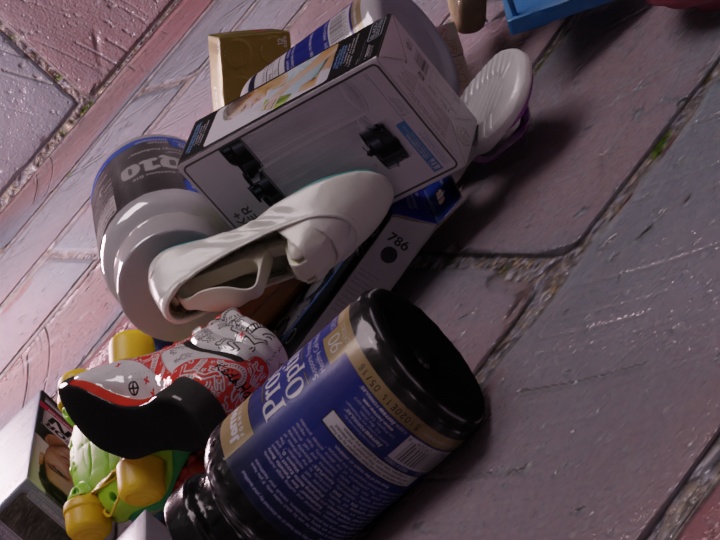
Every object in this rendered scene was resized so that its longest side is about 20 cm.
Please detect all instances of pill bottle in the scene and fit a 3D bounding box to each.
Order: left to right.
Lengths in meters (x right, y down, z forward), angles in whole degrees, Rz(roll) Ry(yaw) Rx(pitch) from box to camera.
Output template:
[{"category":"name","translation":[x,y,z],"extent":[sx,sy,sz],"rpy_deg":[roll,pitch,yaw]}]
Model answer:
[{"category":"pill bottle","translation":[-0.156,-0.026,1.666],"extent":[0.114,0.114,0.200],"rpy_deg":[-45,24,9]},{"category":"pill bottle","translation":[-0.026,0.114,1.303],"extent":[0.200,0.112,0.112],"rpy_deg":[-42,17,18]},{"category":"pill bottle","translation":[-0.027,-0.133,1.690],"extent":[0.199,0.116,0.116],"rpy_deg":[-33,21,27]}]

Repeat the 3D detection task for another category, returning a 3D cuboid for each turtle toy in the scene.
[{"category":"turtle toy","translation":[-0.157,0.127,1.622],"extent":[0.200,0.101,0.147],"rpy_deg":[-34,51,39]}]

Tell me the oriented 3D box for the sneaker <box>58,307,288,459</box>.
[{"category":"sneaker","translation":[-0.134,0.081,1.522],"extent":[0.108,0.068,0.201],"rpy_deg":[-41,21,-31]}]

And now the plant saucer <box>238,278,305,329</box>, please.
[{"category":"plant saucer","translation":[-0.074,0.023,1.709],"extent":[0.200,0.032,0.200],"rpy_deg":[-47,-2,-2]}]

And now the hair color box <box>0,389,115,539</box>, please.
[{"category":"hair color box","translation":[-0.262,0.187,1.767],"extent":[0.061,0.099,0.200],"rpy_deg":[-44,16,9]}]

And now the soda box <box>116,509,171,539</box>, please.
[{"category":"soda box","translation":[-0.140,0.239,1.385],"extent":[0.064,0.068,0.200],"rpy_deg":[-45,16,8]}]

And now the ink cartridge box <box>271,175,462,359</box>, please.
[{"category":"ink cartridge box","translation":[0.000,0.000,1.588],"extent":[0.201,0.039,0.100],"rpy_deg":[-53,14,10]}]

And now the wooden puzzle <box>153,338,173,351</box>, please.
[{"category":"wooden puzzle","translation":[-0.137,0.034,1.802],"extent":[0.200,0.046,0.185],"rpy_deg":[-46,0,22]}]

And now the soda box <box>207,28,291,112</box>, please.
[{"category":"soda box","translation":[-0.095,-0.117,1.883],"extent":[0.067,0.202,0.064],"rpy_deg":[-6,9,-13]}]

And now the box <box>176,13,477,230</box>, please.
[{"category":"box","translation":[-0.026,-0.094,1.558],"extent":[0.199,0.117,0.060],"rpy_deg":[-24,30,31]}]

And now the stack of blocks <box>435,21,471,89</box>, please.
[{"category":"stack of blocks","translation":[0.024,-0.171,1.845],"extent":[0.114,0.059,0.200],"rpy_deg":[-19,4,-24]}]

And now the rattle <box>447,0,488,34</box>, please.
[{"category":"rattle","translation":[0.049,-0.261,1.855],"extent":[0.142,0.131,0.200],"rpy_deg":[-25,5,-2]}]

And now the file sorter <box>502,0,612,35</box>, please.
[{"category":"file sorter","translation":[0.162,-0.293,1.665],"extent":[0.138,0.123,0.200],"rpy_deg":[-18,22,8]}]

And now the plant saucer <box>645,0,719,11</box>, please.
[{"category":"plant saucer","translation":[0.282,-0.257,1.479],"extent":[0.200,0.051,0.201],"rpy_deg":[-43,16,15]}]

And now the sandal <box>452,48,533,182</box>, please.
[{"category":"sandal","translation":[0.106,-0.116,1.603],"extent":[0.203,0.049,0.083],"rpy_deg":[143,142,-71]}]

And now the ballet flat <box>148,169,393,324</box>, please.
[{"category":"ballet flat","translation":[-0.063,-0.009,1.526],"extent":[0.199,0.070,0.070],"rpy_deg":[-21,22,10]}]
